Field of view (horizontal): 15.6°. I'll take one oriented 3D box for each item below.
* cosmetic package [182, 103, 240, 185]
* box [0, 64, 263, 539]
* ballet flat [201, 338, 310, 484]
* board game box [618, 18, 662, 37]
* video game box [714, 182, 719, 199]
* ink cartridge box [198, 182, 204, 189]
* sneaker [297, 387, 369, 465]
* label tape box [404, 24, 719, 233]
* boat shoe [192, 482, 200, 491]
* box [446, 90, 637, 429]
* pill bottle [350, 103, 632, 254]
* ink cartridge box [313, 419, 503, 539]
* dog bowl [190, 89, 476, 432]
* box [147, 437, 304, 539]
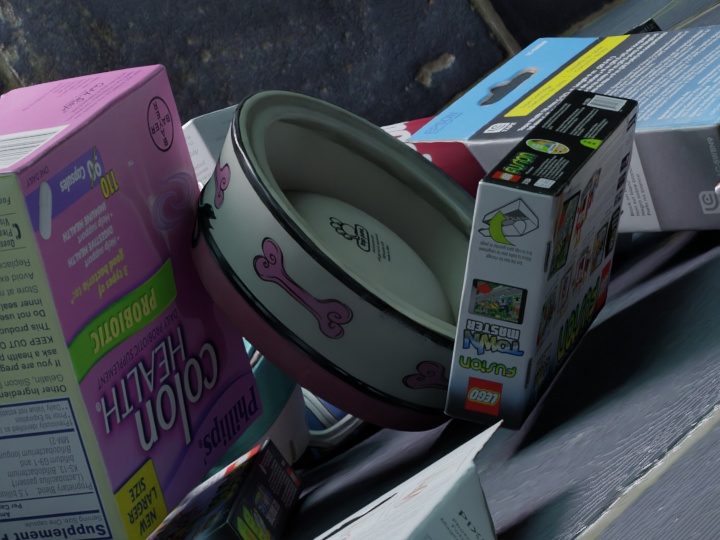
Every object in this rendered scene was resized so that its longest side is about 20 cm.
[{"bbox_3d":[-0.079,0.005,1.716,0.113,0.200,0.081,-29,-2,32],"label":"cosmetic package"},{"bbox_3d":[-0.146,0.021,1.316,0.097,0.200,0.176,-7,17,23],"label":"box"},{"bbox_3d":[-0.068,0.092,1.502,0.200,0.070,0.067,-47,12,51],"label":"ballet flat"},{"bbox_3d":[0.102,-0.090,1.652,0.135,0.028,0.200,-38,-3,36],"label":"board game box"},{"bbox_3d":[0.278,-0.097,1.203,0.182,0.047,0.200,-34,3,42],"label":"video game box"},{"bbox_3d":[-0.155,0.046,1.664,0.068,0.115,0.200,2,-41,-42],"label":"ink cartridge box"},{"bbox_3d":[-0.038,0.070,1.544,0.200,0.077,0.076,-27,7,44],"label":"sneaker"},{"bbox_3d":[0.148,-0.076,1.404,0.200,0.063,0.144,-2,26,41],"label":"label tape box"},{"bbox_3d":[-0.180,0.152,1.480,0.200,0.071,0.064,-41,-28,21],"label":"boat shoe"},{"bbox_3d":[0.088,-0.010,1.230,0.035,0.110,0.200,12,18,13],"label":"box"},{"bbox_3d":[0.046,-0.032,1.491,0.200,0.113,0.113,-12,2,-7],"label":"pill bottle"},{"bbox_3d":[-0.017,0.133,0.964,0.163,0.057,0.200,-33,-4,17],"label":"ink cartridge box"},{"bbox_3d":[0.000,0.000,1.340,0.074,0.200,0.200,-51,-3,23],"label":"dog bowl"},{"bbox_3d":[-0.090,0.148,1.345,0.110,0.035,0.200,-35,4,7],"label":"box"}]
